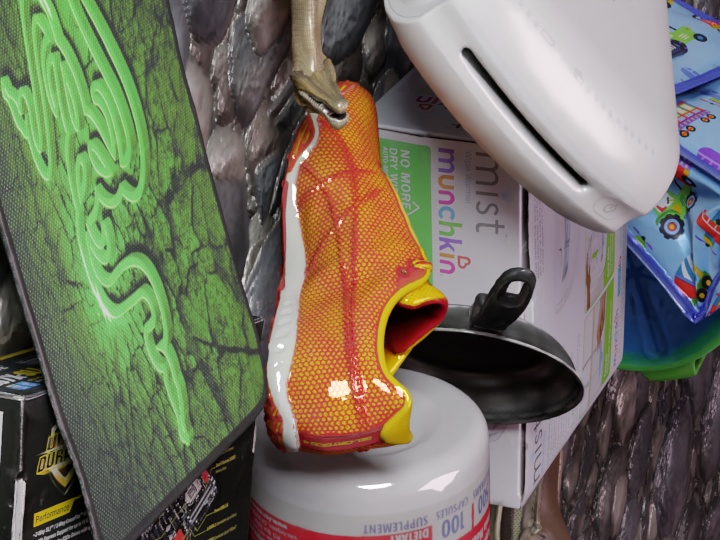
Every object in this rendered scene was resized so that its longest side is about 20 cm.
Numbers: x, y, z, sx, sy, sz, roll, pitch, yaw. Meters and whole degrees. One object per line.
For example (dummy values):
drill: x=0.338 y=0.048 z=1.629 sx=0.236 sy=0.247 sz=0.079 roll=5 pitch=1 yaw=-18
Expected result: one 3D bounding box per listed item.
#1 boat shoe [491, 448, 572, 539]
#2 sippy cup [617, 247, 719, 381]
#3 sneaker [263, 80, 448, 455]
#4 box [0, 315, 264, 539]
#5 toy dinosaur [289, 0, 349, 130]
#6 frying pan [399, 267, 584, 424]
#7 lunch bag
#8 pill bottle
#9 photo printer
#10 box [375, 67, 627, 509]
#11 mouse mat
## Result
boat shoe: x=0.109 y=0.181 z=1.449 sx=0.075 sy=0.074 sz=0.203 roll=13 pitch=87 yaw=-69
sippy cup: x=0.173 y=-0.030 z=1.470 sx=0.131 sy=0.139 sz=0.178 roll=-70 pitch=179 yaw=-52
sneaker: x=0.000 y=0.000 z=1.054 sx=0.073 sy=0.077 sz=0.201 roll=89 pitch=2 yaw=-52
box: x=-0.101 y=0.105 z=0.910 sx=0.200 sy=0.049 sz=0.161 roll=-19 pitch=114 yaw=-66
toy dinosaur: x=-0.016 y=-0.160 z=1.037 sx=0.101 sy=0.058 sz=0.201 roll=97 pitch=2 yaw=-59
frying pan: x=0.040 y=0.029 z=1.098 sx=0.190 sy=0.114 sz=0.031 roll=62 pitch=33 yaw=-60
lunch bag: x=0.174 y=-0.087 z=1.361 sx=0.150 sy=0.200 sz=0.094 roll=-28 pitch=152 yaw=-44
pill bottle: x=0.005 y=0.155 z=1.116 sx=0.112 sy=0.112 sz=0.201 roll=-48 pitch=141 yaw=-55
photo printer: x=0.079 y=-0.124 z=1.104 sx=0.166 sy=0.069 sz=0.201 roll=44 pitch=31 yaw=-32
box: x=0.073 y=-0.009 z=1.246 sx=0.176 sy=0.096 sz=0.201 roll=-47 pitch=141 yaw=-55
mouse mat: x=-0.086 y=-0.015 z=0.872 sx=0.161 sy=0.007 sz=0.201 roll=-45 pitch=122 yaw=-62
